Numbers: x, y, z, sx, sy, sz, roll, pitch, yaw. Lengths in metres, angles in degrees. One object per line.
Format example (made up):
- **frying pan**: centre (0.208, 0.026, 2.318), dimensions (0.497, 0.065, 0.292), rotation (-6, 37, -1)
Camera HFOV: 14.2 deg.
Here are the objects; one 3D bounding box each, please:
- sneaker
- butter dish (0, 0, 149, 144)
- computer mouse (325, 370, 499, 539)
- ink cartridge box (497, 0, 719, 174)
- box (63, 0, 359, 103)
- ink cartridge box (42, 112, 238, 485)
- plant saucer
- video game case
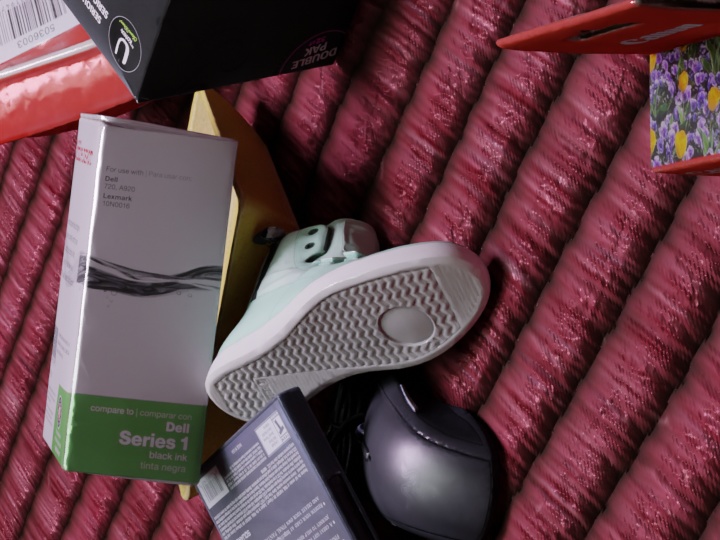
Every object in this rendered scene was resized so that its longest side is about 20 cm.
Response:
- **sneaker**: centre (-0.001, 0.000, 1.591), dimensions (0.200, 0.074, 0.118), rotation (-25, 33, 41)
- **butter dish**: centre (-0.195, -0.171, 1.964), dimensions (0.200, 0.148, 0.200), rotation (-16, 68, 21)
- **computer mouse**: centre (0.010, 0.121, 1.589), dimensions (0.200, 0.046, 0.141), rotation (-136, 54, -59)
- **ink cartridge box**: centre (0.162, -0.062, 1.054), dimensions (0.109, 0.200, 0.050), rotation (170, 100, -66)
- **box**: centre (-0.072, -0.217, 1.641), dimensions (0.124, 0.148, 0.200), rotation (53, 138, 30)
- **ink cartridge box**: centre (-0.129, 0.013, 1.679), dimensions (0.146, 0.084, 0.201), rotation (-156, 73, -79)
- **plant saucer**: centre (-0.081, 0.011, 1.768), dimensions (0.200, 0.048, 0.200), rotation (-112, 31, -64)
- **video game case**: centre (-0.020, 0.177, 1.604), dimensions (0.200, 0.019, 0.143), rotation (61, 149, 9)
